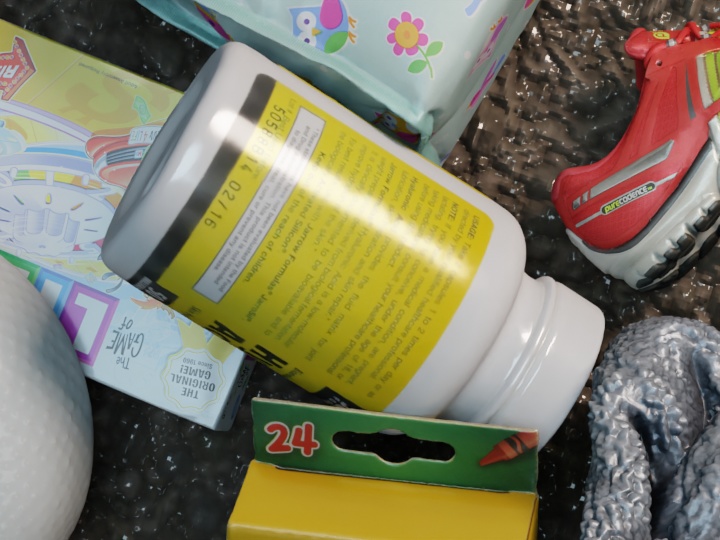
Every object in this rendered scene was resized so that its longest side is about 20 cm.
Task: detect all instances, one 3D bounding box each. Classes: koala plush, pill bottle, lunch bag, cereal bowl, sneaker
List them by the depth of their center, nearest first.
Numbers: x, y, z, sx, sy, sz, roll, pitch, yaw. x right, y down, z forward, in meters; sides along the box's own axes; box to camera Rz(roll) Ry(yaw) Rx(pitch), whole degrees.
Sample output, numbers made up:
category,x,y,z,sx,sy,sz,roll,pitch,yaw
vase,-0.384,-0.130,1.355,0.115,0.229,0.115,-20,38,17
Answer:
category,x,y,z,sx,sy,sz,roll,pitch,yaw
koala plush,0.197,0.105,1.041,0.199,0.178,0.185,-1,62,11
pill bottle,0.000,0.000,1.068,0.199,0.111,0.112,31,91,-10
sneaker,0.158,-0.087,1.107,0.085,0.077,0.200,41,92,14
lunch bag,-0.012,-0.165,1.110,0.199,0.122,0.171,31,83,10
cereal bowl,-0.224,0.077,1.119,0.199,0.083,0.202,4,105,15

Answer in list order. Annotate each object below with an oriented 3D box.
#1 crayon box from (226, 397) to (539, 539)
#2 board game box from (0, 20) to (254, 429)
category,x,y,z,sx,sy,sz,roll,pitch,yaw
crayon box,0.009,0.155,1.071,0.126,0.051,0.201,5,120,9
board game box,-0.128,-0.027,1.156,0.199,0.034,0.135,21,90,9
